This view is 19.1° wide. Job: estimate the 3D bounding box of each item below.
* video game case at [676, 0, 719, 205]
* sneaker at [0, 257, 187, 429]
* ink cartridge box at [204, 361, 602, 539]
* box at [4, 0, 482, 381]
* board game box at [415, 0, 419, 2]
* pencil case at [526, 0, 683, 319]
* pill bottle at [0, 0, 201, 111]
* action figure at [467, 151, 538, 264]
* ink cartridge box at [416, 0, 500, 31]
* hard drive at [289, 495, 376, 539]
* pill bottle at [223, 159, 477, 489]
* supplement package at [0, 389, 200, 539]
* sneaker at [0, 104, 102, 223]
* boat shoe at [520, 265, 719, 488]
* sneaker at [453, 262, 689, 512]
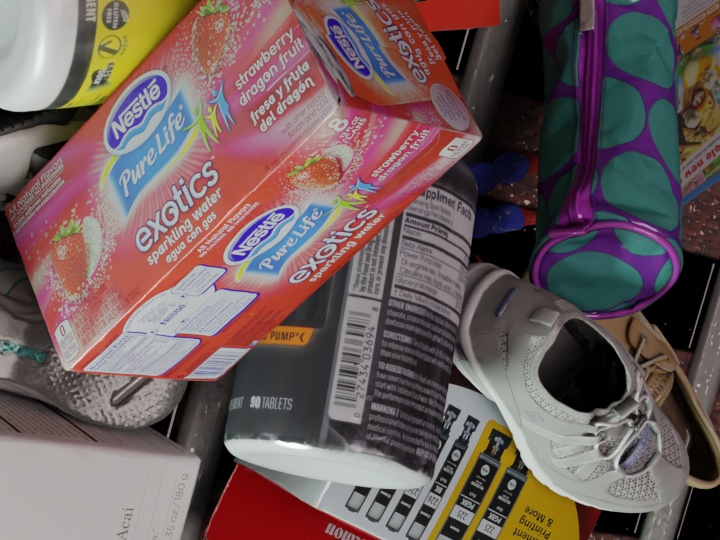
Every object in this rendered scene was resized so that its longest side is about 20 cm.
[{"bbox_3d":[0.194,-0.144,1.298,0.143,0.018,0.201,-34,120,-25],"label":"video game case"},{"bbox_3d":[-0.185,0.026,1.040,0.199,0.080,0.071,22,90,-18],"label":"sneaker"},{"bbox_3d":[0.038,0.113,1.182,0.199,0.084,0.177,30,85,-39],"label":"ink cartridge box"},{"bbox_3d":[-0.056,-0.043,0.960,0.099,0.096,0.200,6,140,-48],"label":"box"},{"bbox_3d":[0.011,-0.184,1.102,0.199,0.023,0.105,-27,123,-4],"label":"board game box"},{"bbox_3d":[0.133,-0.075,1.167,0.093,0.085,0.201,53,33,-47],"label":"pencil case"},{"bbox_3d":[-0.083,-0.138,1.000,0.199,0.112,0.113,-9,109,-33],"label":"pill bottle"},{"bbox_3d":[0.065,-0.034,1.189,0.199,0.099,0.066,-5,105,-32],"label":"action figure"},{"bbox_3d":[0.028,-0.223,1.136,0.159,0.047,0.202,-8,106,-34],"label":"ink cartridge box"},{"bbox_3d":[0.013,0.132,1.239,0.131,0.026,0.202,-20,114,-31],"label":"hard drive"},{"bbox_3d":[0.000,0.000,1.052,0.106,0.106,0.202,19,74,-38],"label":"pill bottle"},{"bbox_3d":[-0.200,0.119,1.021,0.199,0.119,0.122,10,98,-37],"label":"supplement package"},{"bbox_3d":[-0.153,-0.047,1.036,0.199,0.074,0.089,-17,116,-35],"label":"sneaker"},{"bbox_3d":[0.165,0.060,1.306,0.071,0.064,0.200,-51,126,-13],"label":"boat shoe"},{"bbox_3d":[0.120,0.075,1.127,0.200,0.082,0.075,40,76,-37],"label":"sneaker"}]
